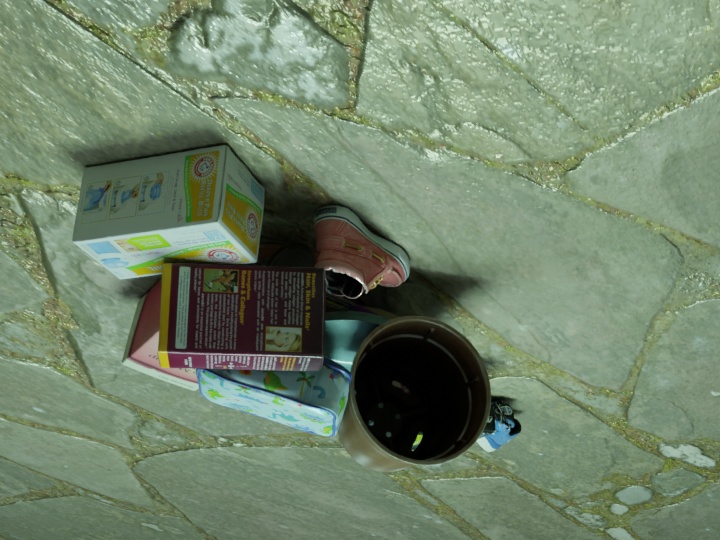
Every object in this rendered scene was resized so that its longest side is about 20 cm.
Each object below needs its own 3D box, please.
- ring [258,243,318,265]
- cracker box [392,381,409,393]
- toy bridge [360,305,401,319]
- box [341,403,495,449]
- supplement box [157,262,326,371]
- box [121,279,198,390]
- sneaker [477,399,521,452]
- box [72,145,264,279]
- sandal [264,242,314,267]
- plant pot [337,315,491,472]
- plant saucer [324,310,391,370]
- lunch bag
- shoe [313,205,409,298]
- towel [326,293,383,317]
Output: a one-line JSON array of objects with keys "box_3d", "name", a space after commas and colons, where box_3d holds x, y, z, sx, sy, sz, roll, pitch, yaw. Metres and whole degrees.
[{"box_3d": [-0.112, 0.015, 1.715, 0.197, 0.020, 0.201, 3, 154, 1], "name": "ring"}, {"box_3d": [0.036, 0.195, 1.988, 0.198, 0.059, 0.133, -14, 168, 33], "name": "cracker box"}, {"box_3d": [-0.004, 0.076, 1.818, 0.196, 0.028, 0.067, 7, 152, -7], "name": "toy bridge"}, {"box_3d": [0.090, 0.252, 1.969, 0.190, 0.048, 0.200, 5, 161, -22], "name": "box"}, {"box_3d": [-0.142, 0.058, 1.473, 0.196, 0.112, 0.086, 2, 163, -6], "name": "supplement box"}, {"box_3d": [-0.244, 0.082, 1.743, 0.126, 0.111, 0.200, 22, 153, -19], "name": "box"}, {"box_3d": [0.216, 0.249, 2.120, 0.088, 0.080, 0.199, -28, 145, 23], "name": "sneaker"}, {"box_3d": [-0.226, -0.067, 1.458, 0.197, 0.103, 0.113, -7, 153, 22], "name": "box"}, {"box_3d": [-0.102, 0.056, 1.633, 0.081, 0.054, 0.202, -2, 121, -44], "name": "sandal"}, {"box_3d": [0.056, 0.189, 1.704, 0.197, 0.204, 0.198, 10, 159, -13], "name": "plant pot"}, {"box_3d": [-0.011, 0.106, 1.772, 0.196, 0.028, 0.201, 3, 151, 2], "name": "plant saucer"}, {"box_3d": [-0.113, 0.146, 1.582, 0.197, 0.084, 0.161, 17, 158, 5], "name": "lunch bag"}, {"box_3d": [0.000, 0.000, 1.579, 0.070, 0.092, 0.200, -10, 151, 28], "name": "shoe"}, {"box_3d": [-0.046, 0.081, 1.781, 0.198, 0.023, 0.143, 24, 145, -31], "name": "towel"}]
